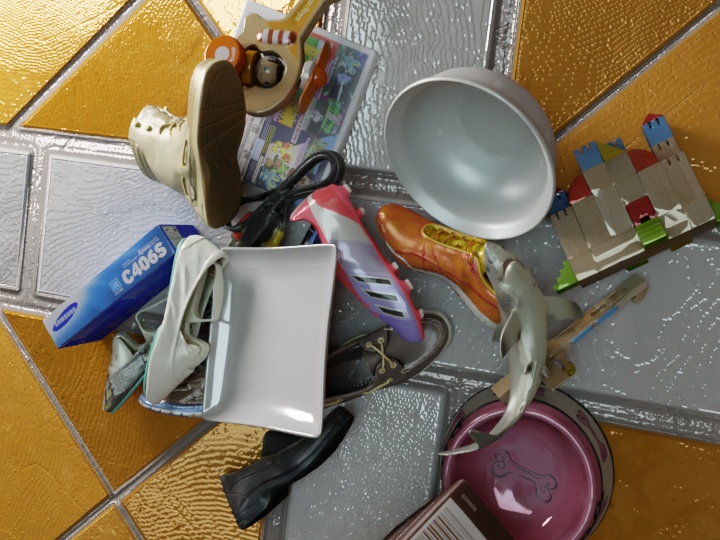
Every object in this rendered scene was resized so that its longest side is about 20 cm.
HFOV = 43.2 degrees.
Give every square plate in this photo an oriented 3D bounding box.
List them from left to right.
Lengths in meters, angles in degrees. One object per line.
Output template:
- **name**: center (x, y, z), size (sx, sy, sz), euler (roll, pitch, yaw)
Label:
- **square plate**: center (-0.099, 0.074, 1.010), size (0.197, 0.028, 0.203), euler (0, 82, 42)

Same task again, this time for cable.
- **cable**: center (-0.094, -0.078, 1.073), size (0.200, 0.050, 0.098), euler (-45, 65, 19)

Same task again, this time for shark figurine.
- **shark figurine**: center (0.151, 0.091, 0.941), size (0.126, 0.089, 0.219), euler (13, 84, -27)

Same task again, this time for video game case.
- **video game case**: center (-0.093, -0.196, 1.088), size (0.180, 0.023, 0.203), euler (24, 98, 15)

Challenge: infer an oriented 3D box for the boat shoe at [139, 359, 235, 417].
- **boat shoe**: center (-0.172, 0.140, 1.105), size (0.195, 0.072, 0.074), euler (3, 88, 7)

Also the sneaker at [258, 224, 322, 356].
- **sneaker**: center (-0.072, 0.011, 1.065), size (0.077, 0.070, 0.203), euler (17, 82, 45)

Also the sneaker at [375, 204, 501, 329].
- **sneaker**: center (0.106, -0.019, 1.000), size (0.198, 0.073, 0.078), euler (33, 136, 4)

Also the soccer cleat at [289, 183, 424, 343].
- **soccer cleat**: center (0.000, 0.000, 1.001), size (0.076, 0.067, 0.202), euler (-31, 89, -4)

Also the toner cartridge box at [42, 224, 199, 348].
- **toner cartridge box**: center (-0.286, 0.019, 1.116), size (0.199, 0.095, 0.044), euler (-37, 81, 14)

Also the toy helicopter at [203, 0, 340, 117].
- **toy helicopter**: center (-0.073, -0.261, 1.033), size (0.132, 0.079, 0.201), euler (37, 90, 18)

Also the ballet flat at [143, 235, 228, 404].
- **ballet flat**: center (-0.198, 0.062, 1.047), size (0.068, 0.069, 0.204), euler (15, 91, 15)

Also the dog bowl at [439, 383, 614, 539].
- **dog bowl**: center (0.176, 0.227, 0.996), size (0.196, 0.074, 0.205), euler (0, 92, 16)

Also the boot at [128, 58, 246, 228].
- **boot**: center (-0.203, -0.167, 1.046), size (0.154, 0.072, 0.203), euler (33, 137, 31)

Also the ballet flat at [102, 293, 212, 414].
- **ballet flat**: center (-0.264, 0.088, 1.123), size (0.200, 0.072, 0.072), euler (-44, 80, 8)

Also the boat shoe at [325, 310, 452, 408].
- **boat shoe**: center (0.013, 0.105, 1.047), size (0.197, 0.059, 0.073), euler (-25, 84, 16)

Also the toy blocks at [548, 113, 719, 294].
- **toy blocks**: center (0.272, -0.079, 0.955), size (0.197, 0.100, 0.139), euler (-26, 73, 16)

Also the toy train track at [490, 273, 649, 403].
- **toy train track**: center (0.229, 0.080, 0.979), size (0.199, 0.115, 0.033), euler (-39, 116, 1)

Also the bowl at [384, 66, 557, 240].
- **bowl**: center (0.130, -0.139, 0.966), size (0.198, 0.091, 0.203), euler (25, 143, 20)

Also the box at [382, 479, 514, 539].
- **box**: center (0.073, 0.354, 0.939), size (0.165, 0.165, 0.201), euler (47, 148, 10)

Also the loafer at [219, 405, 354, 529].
- **loafer**: center (-0.092, 0.221, 1.079), size (0.200, 0.073, 0.073), euler (-43, 76, 13)
